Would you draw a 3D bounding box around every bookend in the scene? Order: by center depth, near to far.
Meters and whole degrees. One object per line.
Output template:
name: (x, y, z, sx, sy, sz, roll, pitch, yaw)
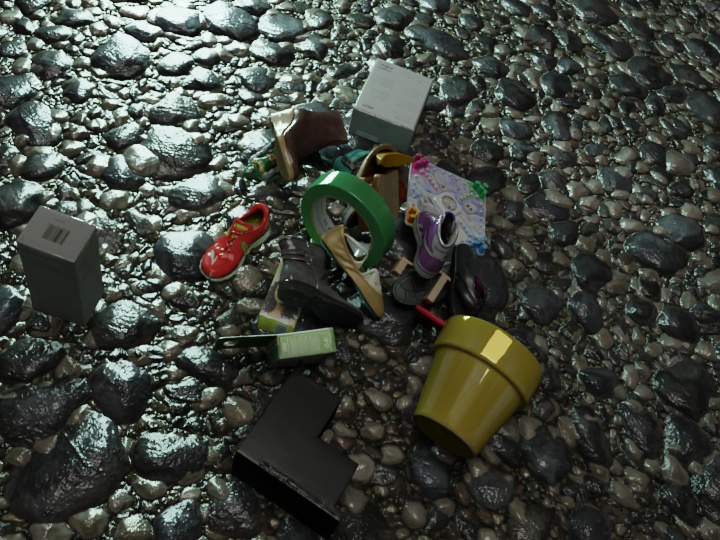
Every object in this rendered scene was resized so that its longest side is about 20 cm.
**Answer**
bookend: (-0.079, 0.295, 1.256, 0.196, 0.093, 0.201, 31, 52, 7)

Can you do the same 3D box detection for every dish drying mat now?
dish drying mat: (0.191, 0.129, 1.456, 0.198, 0.077, 0.018, 34, 82, 11)

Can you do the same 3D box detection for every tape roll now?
tape roll: (-0.026, -0.097, 1.484, 0.198, 0.202, 0.048, 33, 53, 11)

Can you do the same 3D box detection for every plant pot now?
plant pot: (0.192, 0.214, 1.330, 0.199, 0.202, 0.190, 33, 68, 11)

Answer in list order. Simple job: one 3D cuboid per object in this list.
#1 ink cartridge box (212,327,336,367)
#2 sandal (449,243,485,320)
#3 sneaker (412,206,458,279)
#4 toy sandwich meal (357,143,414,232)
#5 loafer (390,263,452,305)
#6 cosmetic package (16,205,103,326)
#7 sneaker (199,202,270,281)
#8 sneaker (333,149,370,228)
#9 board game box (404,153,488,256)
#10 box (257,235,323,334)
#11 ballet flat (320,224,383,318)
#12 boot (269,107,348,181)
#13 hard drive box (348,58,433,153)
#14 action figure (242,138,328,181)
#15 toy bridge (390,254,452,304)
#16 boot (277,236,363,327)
ink cartridge box: (-0.153, 0.140, 1.313, 0.195, 0.145, 0.049, -5, 78, -17)
sandal: (0.212, 0.031, 1.471, 0.074, 0.048, 0.204, 13, 58, -23)
sneaker: (0.158, -0.085, 1.489, 0.071, 0.115, 0.203, 19, 38, -13)
toy sandwich meal: (0.056, -0.165, 1.561, 0.069, 0.208, 0.206, 12, 46, 32)
loafer: (0.147, 0.027, 1.538, 0.196, 0.063, 0.073, -15, 90, -19)
cosmetic package: (-0.511, -0.002, 1.293, 0.106, 0.201, 0.086, 20, 53, -2)
sneaker: (-0.247, -0.064, 1.477, 0.076, 0.086, 0.201, 29, 53, 9)
sneaker: (-0.015, -0.190, 1.629, 0.119, 0.084, 0.201, 29, 57, 12)
board game box: (0.195, -0.149, 1.659, 0.196, 0.026, 0.203, 21, 51, -16)
box: (-0.135, 0.030, 1.460, 0.074, 0.051, 0.203, 18, 52, -2)
ballet flat: (0.000, 0.000, 1.457, 0.063, 0.069, 0.201, -35, 100, 8)
boot: (-0.102, -0.276, 1.610, 0.162, 0.073, 0.203, -5, 53, -15)
hard drive box: (0.075, -0.397, 1.805, 0.153, 0.077, 0.202, 21, 52, 2)
action figure: (-0.177, -0.250, 1.653, 0.199, 0.055, 0.118, -34, 71, -27)
toy bridge: (0.148, 0.035, 1.489, 0.199, 0.027, 0.068, 41, 70, -9)
boot: (-0.070, 0.018, 1.428, 0.198, 0.069, 0.134, 31, 44, -34)
